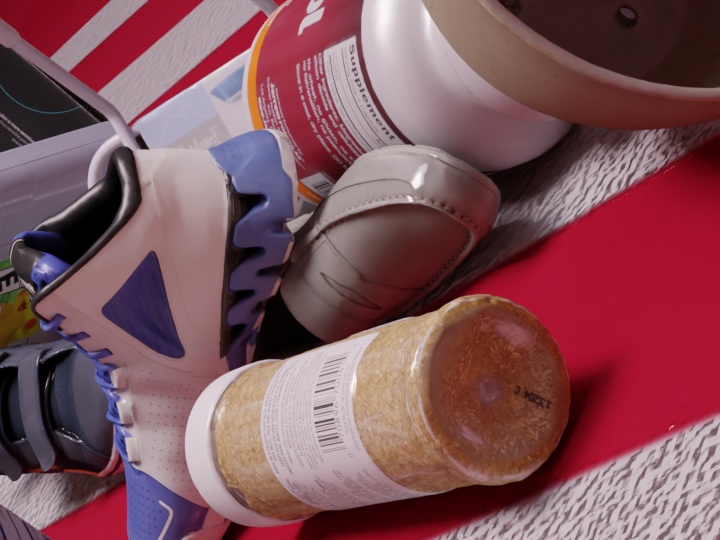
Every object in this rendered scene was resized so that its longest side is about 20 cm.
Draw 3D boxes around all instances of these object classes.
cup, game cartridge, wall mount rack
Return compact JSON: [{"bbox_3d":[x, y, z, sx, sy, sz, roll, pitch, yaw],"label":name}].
[{"bbox_3d":[0.095,-0.134,0.812,0.201,0.199,0.143,-59,1,-19],"label":"cup"},{"bbox_3d":[-0.193,0.009,1.296,0.133,0.040,0.201,-26,-35,-41],"label":"game cartridge"},{"bbox_3d":[-0.088,-0.087,1.103,0.199,0.175,0.075,-29,6,27],"label":"wall mount rack"}]

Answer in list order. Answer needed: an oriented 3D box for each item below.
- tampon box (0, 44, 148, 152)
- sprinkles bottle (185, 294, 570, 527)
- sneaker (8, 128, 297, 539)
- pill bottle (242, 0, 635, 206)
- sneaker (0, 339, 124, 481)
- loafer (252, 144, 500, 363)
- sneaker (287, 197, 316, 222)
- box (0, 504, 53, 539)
[{"bbox_3d":[-0.220,-0.065,1.448,0.127,0.150,0.200,-51,5,2],"label":"tampon box"},{"bbox_3d":[0.001,0.058,0.847,0.200,0.068,0.069,-20,37,60],"label":"sprinkles bottle"},{"bbox_3d":[-0.103,0.026,0.978,0.081,0.114,0.201,-127,45,-62],"label":"sneaker"},{"bbox_3d":[0.034,-0.094,0.978,0.114,0.113,0.200,-60,19,-21],"label":"pill bottle"},{"bbox_3d":[-0.174,0.078,1.209,0.200,0.079,0.079,159,107,-68],"label":"sneaker"},{"bbox_3d":[0.000,0.000,0.971,0.200,0.070,0.070,-36,28,62],"label":"loafer"},{"bbox_3d":[-0.060,-0.058,1.219,0.199,0.080,0.086,-23,23,48],"label":"sneaker"},{"bbox_3d":[-0.200,0.151,0.965,0.105,0.199,0.184,-55,17,-2],"label":"box"}]
